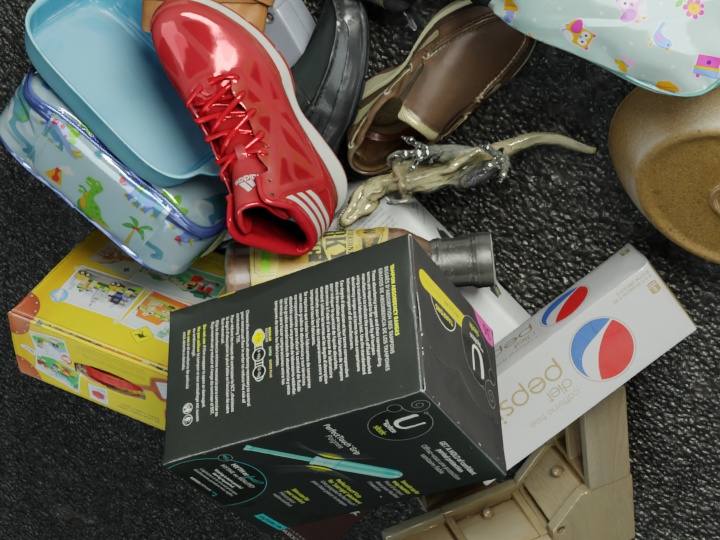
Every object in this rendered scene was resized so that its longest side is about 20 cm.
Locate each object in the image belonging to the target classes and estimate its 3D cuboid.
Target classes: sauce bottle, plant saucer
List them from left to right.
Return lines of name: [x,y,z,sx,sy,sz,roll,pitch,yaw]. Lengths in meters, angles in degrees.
sauce bottle: [0.000,0.000,1.084,0.199,0.065,0.065,-6,128,2]
plant saucer: [0.260,-0.057,0.983,0.199,0.036,0.201,19,149,12]

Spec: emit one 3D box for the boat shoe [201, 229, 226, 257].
boat shoe: [-0.199,-0.088,1.253,0.201,0.073,0.063,43,163,14]

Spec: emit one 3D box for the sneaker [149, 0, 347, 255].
sneaker: [-0.081,-0.097,1.019,0.078,0.116,0.200,-35,109,22]

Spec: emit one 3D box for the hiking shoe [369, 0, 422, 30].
hiking shoe: [0.047,-0.247,0.979,0.100,0.076,0.200,31,147,-6]

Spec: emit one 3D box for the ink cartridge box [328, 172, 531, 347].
ink cartridge box: [0.030,0.036,1.170,0.146,0.083,0.200,-42,102,12]

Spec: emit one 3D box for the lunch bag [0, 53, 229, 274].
lunch bag: [-0.178,-0.108,1.178,0.200,0.161,0.082,40,129,-5]

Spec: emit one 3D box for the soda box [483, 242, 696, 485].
soda box: [0.150,0.070,1.104,0.200,0.064,0.068,-38,104,6]

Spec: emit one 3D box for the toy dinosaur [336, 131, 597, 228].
toy dinosaur: [0.071,-0.076,1.045,0.199,0.088,0.048,-13,86,7]

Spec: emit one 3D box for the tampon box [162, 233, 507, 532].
tampon box: [-0.017,0.086,1.038,0.199,0.127,0.150,-17,144,21]

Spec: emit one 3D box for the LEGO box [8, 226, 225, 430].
LEGO box: [-0.176,0.049,1.258,0.199,0.149,0.077,19,135,20]

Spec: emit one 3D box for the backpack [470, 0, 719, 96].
backpack: [0.167,-0.194,0.895,0.199,0.127,0.167,26,134,6]

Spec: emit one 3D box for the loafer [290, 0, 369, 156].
loafer: [-0.044,-0.119,1.100,0.070,0.068,0.201,7,126,-19]

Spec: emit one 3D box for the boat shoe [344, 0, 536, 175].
boat shoe: [0.057,-0.127,1.056,0.075,0.075,0.202,30,143,-18]

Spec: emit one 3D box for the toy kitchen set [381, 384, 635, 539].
toy kitchen set: [0.101,0.152,1.229,0.163,0.199,0.181,-125,20,-51]

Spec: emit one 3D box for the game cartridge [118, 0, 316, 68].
game cartridge: [-0.129,-0.223,1.135,0.200,0.041,0.133,46,141,-9]

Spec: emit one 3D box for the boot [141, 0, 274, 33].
boot: [-0.147,-0.249,1.045,0.199,0.074,0.155,14,112,7]

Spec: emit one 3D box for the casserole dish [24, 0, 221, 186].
casserole dish: [-0.174,-0.143,1.114,0.200,0.121,0.039,46,138,-1]

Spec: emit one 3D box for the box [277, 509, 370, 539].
box: [-0.028,0.191,1.404,0.100,0.075,0.200,37,140,0]

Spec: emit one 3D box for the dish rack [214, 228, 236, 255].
dish rack: [-0.054,0.018,1.290,0.199,0.044,0.172,-16,117,41]
